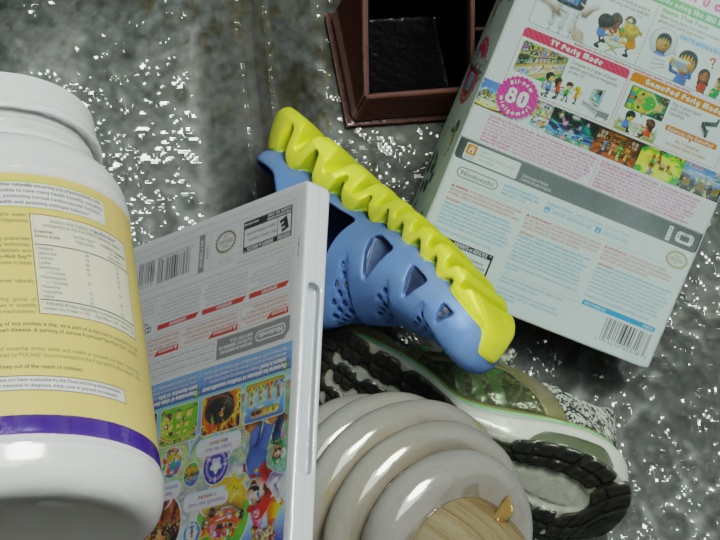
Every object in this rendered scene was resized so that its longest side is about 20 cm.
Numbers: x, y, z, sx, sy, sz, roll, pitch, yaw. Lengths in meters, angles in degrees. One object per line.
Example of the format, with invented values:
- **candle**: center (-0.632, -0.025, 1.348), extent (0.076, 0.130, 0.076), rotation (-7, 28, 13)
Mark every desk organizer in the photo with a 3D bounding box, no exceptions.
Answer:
- **desk organizer**: center (0.088, -0.136, 1.200), extent (0.198, 0.077, 0.072), rotation (-6, 72, -17)

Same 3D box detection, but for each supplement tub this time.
- **supplement tub**: center (-0.169, 0.028, 0.948), extent (0.144, 0.146, 0.202), rotation (-2, 64, -16)

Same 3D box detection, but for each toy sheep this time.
- **toy sheep**: center (0.018, 0.125, 1.041), extent (0.137, 0.199, 0.139), rotation (-10, 108, -34)

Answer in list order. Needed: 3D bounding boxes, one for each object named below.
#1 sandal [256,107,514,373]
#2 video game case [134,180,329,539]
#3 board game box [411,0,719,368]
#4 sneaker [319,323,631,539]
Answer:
- **sandal**: center (0.000, 0.000, 1.082), extent (0.087, 0.079, 0.200), rotation (-49, 48, -2)
- **video game case**: center (-0.073, 0.068, 1.052), extent (0.018, 0.143, 0.202), rotation (21, 62, -40)
- **board game box**: center (0.123, -0.070, 1.142), extent (0.146, 0.064, 0.201), rotation (22, 99, -7)
- **sneaker**: center (0.055, 0.071, 1.133), extent (0.199, 0.077, 0.089), rotation (27, 34, -2)
